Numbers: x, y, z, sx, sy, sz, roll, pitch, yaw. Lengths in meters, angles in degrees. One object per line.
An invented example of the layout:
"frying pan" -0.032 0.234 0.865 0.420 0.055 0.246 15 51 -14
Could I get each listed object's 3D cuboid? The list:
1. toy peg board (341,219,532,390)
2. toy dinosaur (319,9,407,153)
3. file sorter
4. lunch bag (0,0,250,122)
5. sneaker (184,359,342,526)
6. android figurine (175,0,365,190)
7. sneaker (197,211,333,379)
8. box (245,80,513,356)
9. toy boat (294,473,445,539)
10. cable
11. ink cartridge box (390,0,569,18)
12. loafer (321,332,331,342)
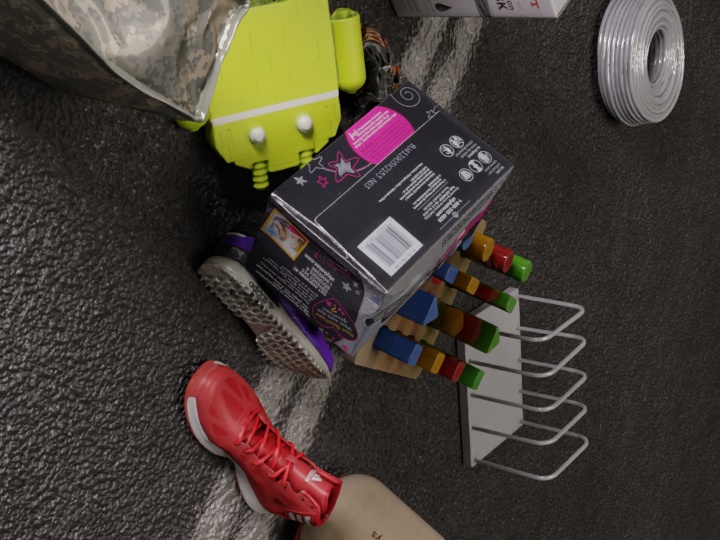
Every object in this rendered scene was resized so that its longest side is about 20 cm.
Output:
"toy peg board" 0.096 0.031 1.171 0.201 0.097 0.199 -66 156 0
"toy dinosaur" -0.007 -0.192 1.077 0.199 0.102 0.137 20 60 -39
"file sorter" 0.214 0.145 1.401 0.138 0.124 0.202 -27 118 -49
"lunch bag" -0.203 -0.193 0.724 0.200 0.163 0.119 27 81 -53
"sneaker" -0.077 0.164 1.014 0.079 0.115 0.201 -57 138 -29
"android figurine" -0.081 -0.171 0.953 0.181 0.041 0.202 -15 115 -21
"sneaker" -0.067 0.021 1.037 0.100 0.069 0.201 -62 141 -27
"box" 0.018 -0.046 0.958 0.200 0.132 0.115 -44 169 -35
"toy boat" 0.011 0.323 1.170 0.200 0.131 0.131 43 54 0
"cable" 0.417 -0.316 1.623 0.199 0.069 0.202 -15 109 -52
"ink cartridge box" 0.110 -0.334 1.089 0.083 0.199 0.147 -56 137 -28
"loafer" 0.000 0.000 1.068 0.201 0.069 0.076 -84 165 -55
